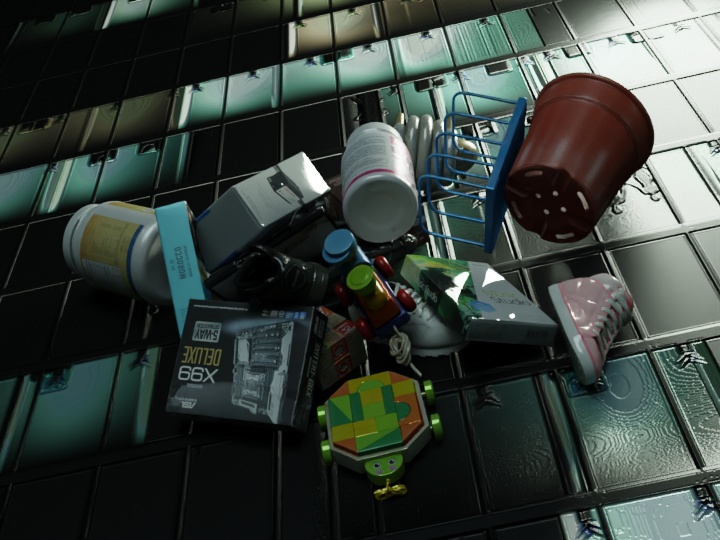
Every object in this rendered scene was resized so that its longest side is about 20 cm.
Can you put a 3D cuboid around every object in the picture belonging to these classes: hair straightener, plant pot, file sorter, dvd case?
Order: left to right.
[{"bbox_3d":[-0.120,-0.015,1.689,0.198,0.143,0.018,-32,72,3],"label":"dvd case"},{"bbox_3d":[-0.075,-0.068,1.796,0.040,0.078,0.199,-3,1,29],"label":"hair straightener"},{"bbox_3d":[0.172,-0.156,1.796,0.121,0.140,0.202,12,52,15],"label":"file sorter"},{"bbox_3d":[0.319,-0.159,1.772,0.198,0.203,0.196,8,46,32],"label":"plant pot"}]

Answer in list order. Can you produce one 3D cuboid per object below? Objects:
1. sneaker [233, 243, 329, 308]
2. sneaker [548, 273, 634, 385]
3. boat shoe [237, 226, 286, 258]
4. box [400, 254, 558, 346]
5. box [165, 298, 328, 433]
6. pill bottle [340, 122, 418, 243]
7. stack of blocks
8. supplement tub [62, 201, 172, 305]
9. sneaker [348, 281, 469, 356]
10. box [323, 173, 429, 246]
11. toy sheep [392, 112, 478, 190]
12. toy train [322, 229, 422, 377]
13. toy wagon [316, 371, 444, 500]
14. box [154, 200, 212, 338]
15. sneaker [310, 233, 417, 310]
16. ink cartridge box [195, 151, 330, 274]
[{"bbox_3d":[-0.125,0.008,1.591,0.113,0.077,0.199,21,-7,-20],"label":"sneaker"},{"bbox_3d":[0.309,0.066,1.516,0.103,0.076,0.201,-16,27,7],"label":"sneaker"},{"bbox_3d":[-0.128,-0.008,1.820,0.067,0.073,0.199,10,32,35],"label":"boat shoe"},{"bbox_3d":[0.159,0.039,1.597,0.142,0.037,0.200,6,21,-29],"label":"box"},{"bbox_3d":[-0.152,0.125,1.559,0.197,0.050,0.160,3,72,26],"label":"box"},{"bbox_3d":[0.026,-0.140,1.779,0.111,0.115,0.201,-11,32,4],"label":"pill bottle"},{"bbox_3d":[-0.099,0.097,1.647,0.115,0.059,0.199,-34,37,-28],"label":"stack of blocks"},{"bbox_3d":[-0.366,-0.031,1.873,0.198,0.146,0.145,13,40,36],"label":"supplement tub"},{"bbox_3d":[0.068,0.061,1.619,0.197,0.082,0.077,6,35,27],"label":"sneaker"},{"bbox_3d":[0.023,-0.096,1.889,0.099,0.076,0.200,-22,31,-14],"label":"box"},{"bbox_3d":[0.099,-0.198,1.959,0.196,0.140,0.139,2,33,3],"label":"toy sheep"},{"bbox_3d":[0.020,0.039,1.529,0.084,0.116,0.201,-34,49,1],"label":"toy train"},{"bbox_3d":[0.025,0.201,1.455,0.153,0.040,0.201,-14,32,2],"label":"toy wagon"},{"bbox_3d":[-0.253,0.008,1.722,0.048,0.082,0.203,-14,74,-1],"label":"box"},{"bbox_3d":[0.000,0.000,1.747,0.198,0.080,0.075,-23,26,-24],"label":"sneaker"},{"bbox_3d":[-0.162,-0.093,1.847,0.145,0.084,0.200,-37,-2,37],"label":"ink cartridge box"}]
